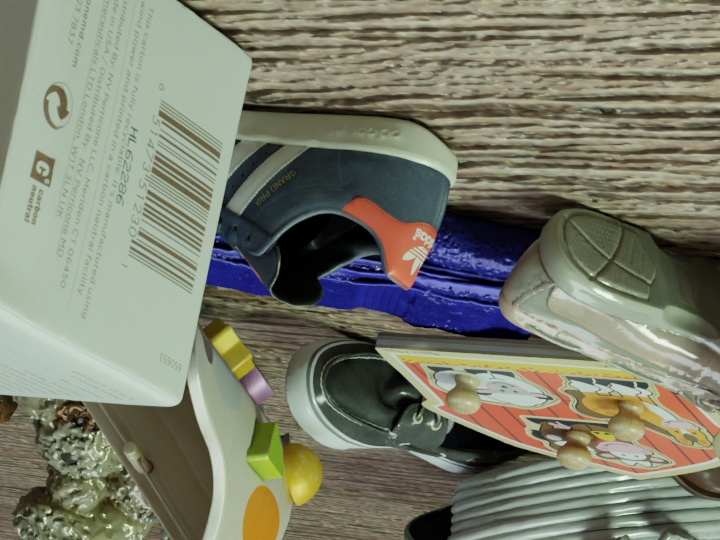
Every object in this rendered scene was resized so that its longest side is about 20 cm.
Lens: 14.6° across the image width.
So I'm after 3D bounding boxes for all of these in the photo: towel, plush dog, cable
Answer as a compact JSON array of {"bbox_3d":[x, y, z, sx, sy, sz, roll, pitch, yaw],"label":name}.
[{"bbox_3d":[0.000,0.000,1.477,0.199,0.050,0.148,11,165,-1],"label":"towel"},{"bbox_3d":[-0.156,0.098,1.841,0.199,0.161,0.172,-2,141,39],"label":"plush dog"},{"bbox_3d":[0.152,0.151,1.797,0.199,0.070,0.199,-11,173,35],"label":"cable"}]

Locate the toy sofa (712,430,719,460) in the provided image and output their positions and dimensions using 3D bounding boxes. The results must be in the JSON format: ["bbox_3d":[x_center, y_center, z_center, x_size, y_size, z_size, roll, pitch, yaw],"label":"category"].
[{"bbox_3d":[0.263,0.062,1.314,0.083,0.098,0.200,-18,157,-42],"label":"toy sofa"}]

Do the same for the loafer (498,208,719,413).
[{"bbox_3d":[0.160,0.032,1.411,0.199,0.072,0.063,26,133,-23],"label":"loafer"}]

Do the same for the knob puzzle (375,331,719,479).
[{"bbox_3d":[0.122,0.088,1.554,0.218,0.031,0.220,11,161,4],"label":"knob puzzle"}]

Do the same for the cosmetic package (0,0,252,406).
[{"bbox_3d":[-0.182,-0.046,1.208,0.199,0.168,0.166,2,164,29],"label":"cosmetic package"}]

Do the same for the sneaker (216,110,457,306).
[{"bbox_3d":[-0.053,-0.028,1.340,0.199,0.085,0.075,2,163,31],"label":"sneaker"}]

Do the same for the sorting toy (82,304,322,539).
[{"bbox_3d":[-0.106,0.063,1.637,0.106,0.200,0.180,-31,148,-10],"label":"sorting toy"}]

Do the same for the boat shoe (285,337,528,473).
[{"bbox_3d":[0.038,0.085,1.737,0.066,0.070,0.200,-11,155,39],"label":"boat shoe"}]

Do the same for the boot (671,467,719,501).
[{"bbox_3d":[0.244,0.080,1.589,0.186,0.065,0.200,18,159,-34],"label":"boot"}]

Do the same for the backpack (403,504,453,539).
[{"bbox_3d":[0.125,0.234,1.998,0.177,0.152,0.200,-10,-158,-27],"label":"backpack"}]
